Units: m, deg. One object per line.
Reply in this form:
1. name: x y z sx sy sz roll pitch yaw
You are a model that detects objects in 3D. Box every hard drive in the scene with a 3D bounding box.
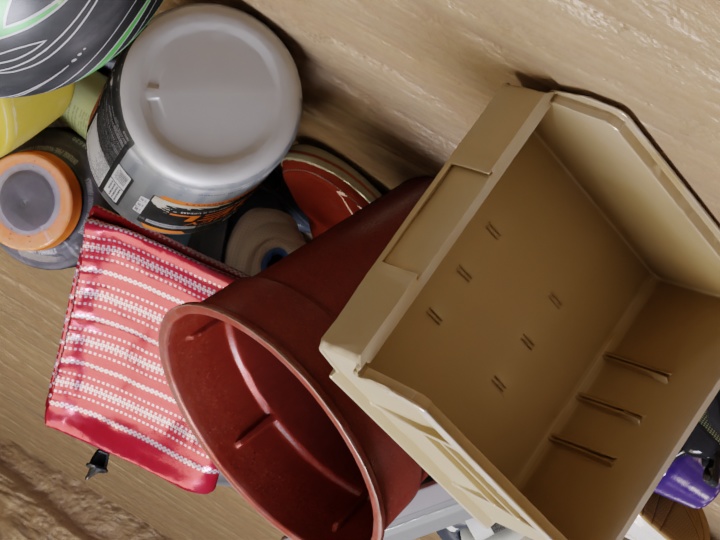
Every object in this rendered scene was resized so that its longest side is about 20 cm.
1. hard drive: 0.057 0.157 1.608 0.132 0.200 0.026 22 -132 -75

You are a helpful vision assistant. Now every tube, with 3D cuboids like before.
1. tube: -0.209 -0.132 1.719 0.200 0.052 0.058 33 122 22

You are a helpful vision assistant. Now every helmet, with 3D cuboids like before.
1. helmet: -0.186 -0.188 1.274 0.200 0.191 0.200 31 164 10

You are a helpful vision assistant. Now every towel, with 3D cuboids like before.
1. towel: -0.148 0.061 1.682 0.145 0.022 0.200 24 128 10

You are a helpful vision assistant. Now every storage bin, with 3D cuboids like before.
1. storage bin: 0.105 0.031 1.331 0.094 0.200 0.199 19 159 49

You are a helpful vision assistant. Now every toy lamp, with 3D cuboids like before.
1. toy lamp: 0.172 0.096 1.662 0.200 0.058 0.058 39 164 -11

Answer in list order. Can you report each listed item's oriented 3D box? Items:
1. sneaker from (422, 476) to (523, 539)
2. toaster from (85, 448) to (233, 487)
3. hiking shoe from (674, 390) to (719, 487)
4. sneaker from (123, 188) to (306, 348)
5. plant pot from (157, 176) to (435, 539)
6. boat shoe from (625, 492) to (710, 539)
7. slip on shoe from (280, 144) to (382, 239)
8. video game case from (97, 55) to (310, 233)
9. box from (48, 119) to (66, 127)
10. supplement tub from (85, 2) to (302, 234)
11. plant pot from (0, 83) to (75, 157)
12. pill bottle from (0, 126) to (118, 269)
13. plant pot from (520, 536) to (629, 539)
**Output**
1. sneaker: 0.075 0.155 1.768 0.130 0.079 0.199 61 177 0
2. toaster: -0.092 0.083 1.830 0.181 0.200 0.119 19 168 -43
3. hiking shoe: 0.171 0.077 1.521 0.076 0.101 0.200 45 161 -33
4. sneaker: -0.116 0.031 1.695 0.081 0.200 0.146 24 -166 -47
5. plant pot: 0.009 0.051 1.532 0.201 0.195 0.201 37 149 27
6. boat shoe: 0.165 0.147 1.713 0.200 0.071 0.069 41 128 -11
7. slip on shoe: 0.000 0.000 1.657 0.074 0.061 0.200 -1 124 53
8. video game case: -0.129 -0.100 1.759 0.200 0.019 0.143 43 162 -33
9. box: -0.333 -0.093 1.852 0.128 0.200 0.109 25 162 29
10. supplement tub: -0.114 -0.093 1.551 0.123 0.123 0.200 35 166 -5
11. plant pot: -0.331 -0.140 1.635 0.201 0.189 0.201 39 152 25
12. pill bottle: -0.217 -0.056 1.774 0.106 0.106 0.200 32 -170 9
13. plant pot: 0.154 0.219 1.865 0.200 0.200 0.184 14 145 51
